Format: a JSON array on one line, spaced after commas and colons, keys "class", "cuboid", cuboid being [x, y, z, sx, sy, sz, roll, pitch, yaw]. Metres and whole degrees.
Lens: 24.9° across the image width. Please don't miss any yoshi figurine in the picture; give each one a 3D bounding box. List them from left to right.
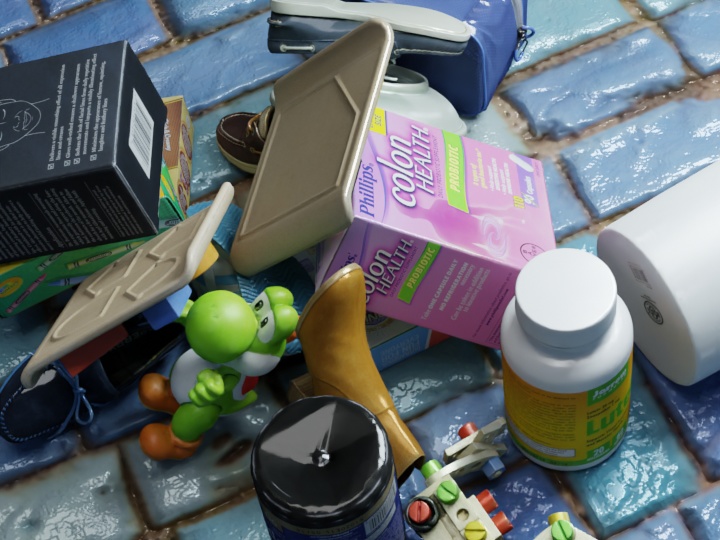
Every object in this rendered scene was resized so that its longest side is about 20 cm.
[{"class": "yoshi figurine", "cuboid": [-0.137, 0.077, 1.411, 0.112, 0.200, 0.112, 46, 35, 2]}]

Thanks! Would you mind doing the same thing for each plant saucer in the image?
[{"class": "plant saucer", "cuboid": [0.011, -0.173, 1.604, 0.198, 0.051, 0.200, 9, 18, -3]}]

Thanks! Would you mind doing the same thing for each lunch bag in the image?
[{"class": "lunch bag", "cuboid": [0.083, -0.263, 1.675, 0.198, 0.136, 0.133, 19, 59, 16]}]

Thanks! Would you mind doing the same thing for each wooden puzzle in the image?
[{"class": "wooden puzzle", "cuboid": [-0.193, 0.019, 1.425, 0.199, 0.046, 0.186, -34, 15, 19]}, {"class": "wooden puzzle", "cuboid": [-0.039, -0.105, 1.444, 0.037, 0.184, 0.202, 25, 61, -28]}]

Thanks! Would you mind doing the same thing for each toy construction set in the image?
[{"class": "toy construction set", "cuboid": [0.116, 0.207, 1.353, 0.131, 0.092, 0.200, -35, 51, -1]}]

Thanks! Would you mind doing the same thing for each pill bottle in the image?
[{"class": "pill bottle", "cuboid": [-0.021, 0.198, 1.310, 0.111, 0.201, 0.113, -3, 53, 5]}, {"class": "pill bottle", "cuboid": [0.174, 0.074, 1.376, 0.110, 0.201, 0.112, -4, 53, 5]}]

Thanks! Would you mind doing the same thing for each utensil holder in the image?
[{"class": "utensil holder", "cuboid": [0.334, -0.012, 1.443, 0.199, 0.171, 0.170, -29, 55, -11]}]

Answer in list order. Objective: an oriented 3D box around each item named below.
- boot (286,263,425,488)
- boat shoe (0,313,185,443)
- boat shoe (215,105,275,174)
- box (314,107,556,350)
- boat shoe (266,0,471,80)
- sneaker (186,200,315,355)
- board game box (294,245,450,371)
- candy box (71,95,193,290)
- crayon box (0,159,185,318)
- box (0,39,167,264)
[{"class": "boot", "cuboid": [0.007, 0.102, 1.378, 0.070, 0.202, 0.144, -27, 60, -33]}, {"class": "boat shoe", "cuboid": [-0.248, 0.086, 1.487, 0.200, 0.085, 0.068, -41, 29, -19]}, {"class": "boat shoe", "cuboid": [-0.078, -0.136, 1.619, 0.072, 0.072, 0.199, -38, 39, -24]}, {"class": "box", "cuboid": [0.066, -0.041, 1.468, 0.198, 0.097, 0.177, 16, 38, -14]}, {"class": "boat shoe", "cuboid": [0.006, -0.223, 1.568, 0.198, 0.062, 0.075, 7, 21, 2]}, {"class": "sneaker", "cuboid": [-0.103, 0.019, 1.517, 0.076, 0.081, 0.200, -11, 41, -29]}, {"class": "board game box", "cuboid": [0.000, 0.000, 1.552, 0.152, 0.040, 0.201, -24, 55, -11]}, {"class": "candy box", "cuboid": [-0.232, -0.080, 1.632, 0.115, 0.057, 0.201, -5, 55, 6]}, {"class": "crayon box", "cuboid": [-0.275, -0.053, 1.546, 0.199, 0.058, 0.119, -25, 52, 1]}, {"class": "box", "cuboid": [-0.288, -0.103, 1.480, 0.198, 0.107, 0.150, -9, 54, 13]}]
